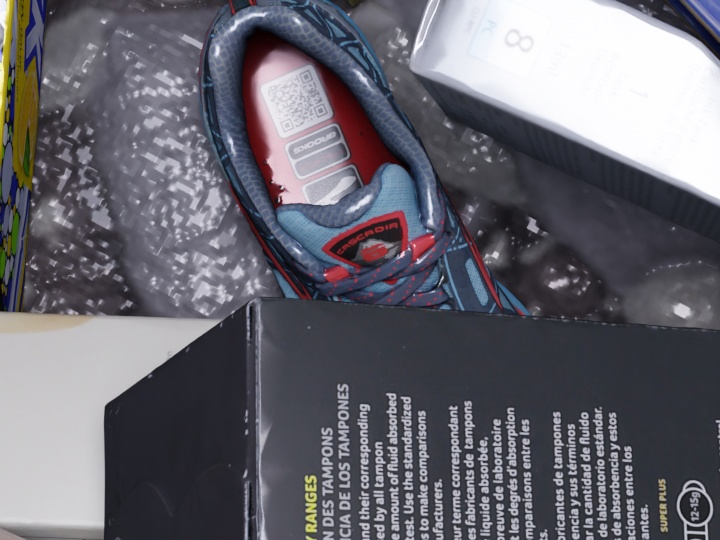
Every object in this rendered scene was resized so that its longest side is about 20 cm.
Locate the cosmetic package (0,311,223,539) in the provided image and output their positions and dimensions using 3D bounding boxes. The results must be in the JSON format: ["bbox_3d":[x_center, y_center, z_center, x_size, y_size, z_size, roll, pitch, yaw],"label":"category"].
[{"bbox_3d":[-0.121,0.060,0.937,0.200,0.105,0.071,3,70,3],"label":"cosmetic package"}]

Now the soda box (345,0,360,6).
[{"bbox_3d":[-0.055,-0.179,0.968,0.200,0.068,0.064,42,90,5],"label":"soda box"}]

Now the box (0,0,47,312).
[{"bbox_3d":[-0.139,-0.082,0.967,0.064,0.070,0.200,5,87,3],"label":"box"}]

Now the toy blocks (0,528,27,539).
[{"bbox_3d":[-0.159,0.129,0.897,0.137,0.100,0.200,28,132,-27],"label":"toy blocks"}]

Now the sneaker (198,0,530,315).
[{"bbox_3d":[0.000,0.000,0.940,0.079,0.096,0.200,-31,85,2],"label":"sneaker"}]

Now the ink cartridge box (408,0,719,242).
[{"bbox_3d":[0.117,-0.034,0.900,0.200,0.160,0.047,23,90,5],"label":"ink cartridge box"}]

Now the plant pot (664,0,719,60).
[{"bbox_3d":[0.146,-0.155,0.892,0.180,0.200,0.200,-42,86,6],"label":"plant pot"}]

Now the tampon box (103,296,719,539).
[{"bbox_3d":[0.041,0.090,0.813,0.200,0.150,0.127,5,75,-19],"label":"tampon box"}]
